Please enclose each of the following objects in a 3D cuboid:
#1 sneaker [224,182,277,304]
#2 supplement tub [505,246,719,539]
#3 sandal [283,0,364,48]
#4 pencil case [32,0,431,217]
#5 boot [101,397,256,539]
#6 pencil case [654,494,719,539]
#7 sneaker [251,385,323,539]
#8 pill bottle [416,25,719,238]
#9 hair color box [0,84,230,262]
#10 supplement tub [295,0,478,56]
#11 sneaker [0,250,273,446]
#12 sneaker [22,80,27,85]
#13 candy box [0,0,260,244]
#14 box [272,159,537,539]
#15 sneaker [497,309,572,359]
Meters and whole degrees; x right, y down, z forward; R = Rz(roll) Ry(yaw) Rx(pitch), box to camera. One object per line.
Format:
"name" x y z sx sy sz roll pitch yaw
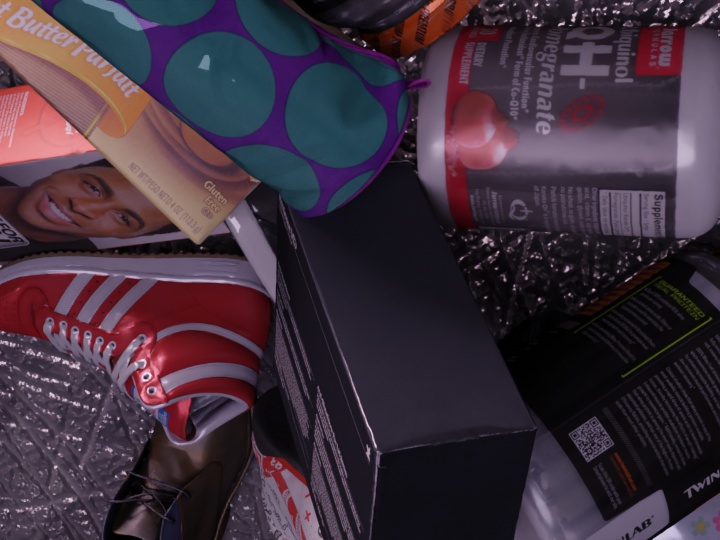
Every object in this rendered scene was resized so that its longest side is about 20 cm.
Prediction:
"sneaker" 0.000 0.000 0.811 0.112 0.073 0.200 -30 125 -2
"supplement tub" 0.155 0.072 0.727 0.199 0.122 0.123 -31 105 -11
"sandal" -0.066 -0.164 0.761 0.200 0.054 0.080 36 151 -5
"pencil case" -0.069 -0.116 0.628 0.200 0.085 0.093 39 88 -21
"boot" -0.120 0.139 0.892 0.074 0.097 0.201 15 117 11
"pencil case" 0.209 0.164 0.813 0.199 0.083 0.091 26 97 3
"sneaker" -0.003 0.172 0.839 0.202 0.067 0.108 53 159 29
"pill bottle" 0.136 -0.074 0.714 0.199 0.111 0.111 3 114 15
"hair color box" -0.184 -0.061 0.818 0.199 0.062 0.102 -7 148 19
"supplement tub" -0.020 -0.209 0.669 0.122 0.123 0.200 -34 117 26
"sneaker" -0.155 0.051 0.841 0.199 0.113 0.071 -3 154 11
"sneaker" -0.198 -0.172 0.757 0.081 0.088 0.201 25 140 26
"candy box" -0.115 -0.125 0.689 0.115 0.055 0.200 -44 109 2
"box" 0.012 0.060 0.673 0.078 0.200 0.142 -9 132 -12
"sneaker" 0.093 0.110 0.840 0.078 0.066 0.201 27 119 -8
